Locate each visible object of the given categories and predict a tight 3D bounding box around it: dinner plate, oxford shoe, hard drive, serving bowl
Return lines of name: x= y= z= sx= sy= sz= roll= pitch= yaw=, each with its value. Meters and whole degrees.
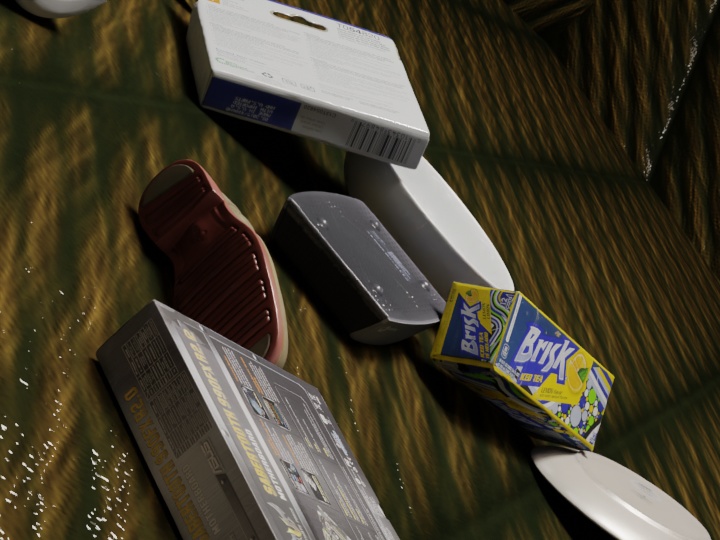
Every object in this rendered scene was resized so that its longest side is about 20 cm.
dinner plate: x=0.231 y=0.198 z=1.737 sx=0.199 sy=0.024 sz=0.200 roll=32 pitch=10 yaw=-6
oxford shoe: x=-0.076 y=0.008 z=1.296 sx=0.075 sy=0.070 sz=0.201 roll=44 pitch=14 yaw=-41
hard drive: x=0.000 y=0.000 z=1.622 sx=0.135 sy=0.042 sz=0.200 roll=50 pitch=13 yaw=9
serving bowl: x=0.049 y=-0.038 z=1.831 sx=0.200 sy=0.066 sz=0.200 roll=47 pitch=12 yaw=-13

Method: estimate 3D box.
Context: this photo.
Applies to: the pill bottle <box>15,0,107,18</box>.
pill bottle: x=-0.243 y=-0.286 z=1.497 sx=0.200 sy=0.112 sz=0.112 roll=55 pitch=15 yaw=26

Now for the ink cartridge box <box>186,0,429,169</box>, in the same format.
ink cartridge box: x=-0.050 y=-0.170 z=1.780 sx=0.198 sy=0.041 sz=0.200 roll=16 pitch=27 yaw=-16

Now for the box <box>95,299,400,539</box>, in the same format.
box: x=-0.044 y=0.123 z=1.109 sx=0.158 sy=0.048 sz=0.200 roll=32 pitch=21 yaw=-50

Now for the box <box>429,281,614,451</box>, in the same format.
box: x=0.135 y=0.080 z=1.700 sx=0.064 sy=0.071 sz=0.200 roll=9 pitch=-18 yaw=33
